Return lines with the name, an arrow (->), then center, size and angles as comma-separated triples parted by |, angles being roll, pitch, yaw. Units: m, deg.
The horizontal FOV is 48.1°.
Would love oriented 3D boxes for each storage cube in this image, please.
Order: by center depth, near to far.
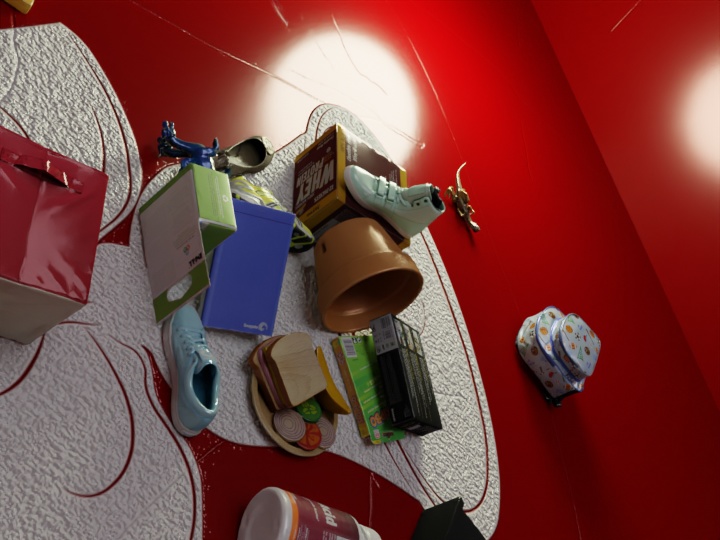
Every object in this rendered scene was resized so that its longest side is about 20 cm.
storage cube -> -0.430, -0.037, 0.979 | 0.169, 0.198, 0.183 | 24, 53, -38

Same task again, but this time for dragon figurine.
dragon figurine -> -0.273, -0.161, 1.358 | 0.098, 0.059, 0.203 | -21, 80, -26

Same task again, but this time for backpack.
backpack -> 0.471, 0.188, 1.940 | 0.190, 0.154, 0.201 | 41, 40, -5

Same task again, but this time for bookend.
bookend -> 0.165, 0.530, 1.352 | 0.200, 0.091, 0.200 | 52, 34, -11

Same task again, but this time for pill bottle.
pill bottle -> -0.067, 0.393, 1.155 | 0.199, 0.114, 0.116 | 31, 43, -33

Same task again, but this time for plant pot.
plant pot -> 0.000, 0.000, 1.472 | 0.198, 0.200, 0.142 | 9, 48, -46

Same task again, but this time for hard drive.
hard drive -> -0.181, -0.004, 1.289 | 0.130, 0.025, 0.204 | 12, 89, -36

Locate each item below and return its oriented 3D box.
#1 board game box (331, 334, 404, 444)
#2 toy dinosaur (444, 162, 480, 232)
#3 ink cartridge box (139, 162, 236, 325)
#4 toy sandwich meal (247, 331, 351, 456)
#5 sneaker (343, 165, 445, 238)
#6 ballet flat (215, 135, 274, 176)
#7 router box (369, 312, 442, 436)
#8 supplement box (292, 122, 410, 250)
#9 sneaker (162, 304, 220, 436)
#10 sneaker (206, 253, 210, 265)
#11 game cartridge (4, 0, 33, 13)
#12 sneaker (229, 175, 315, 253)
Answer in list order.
board game box -> 0.015, 0.215, 1.464 | 0.095, 0.030, 0.203 | 3, 59, -48
toy dinosaur -> 0.251, -0.190, 2.044 | 0.106, 0.059, 0.204 | 28, 48, -65
ink cartridge box -> -0.256, -0.034, 1.222 | 0.075, 0.147, 0.203 | 11, 56, -46
toy sandwich meal -> -0.095, 0.196, 1.308 | 0.204, 0.070, 0.208 | 30, 44, -33
sneaker -> 0.068, -0.151, 1.496 | 0.199, 0.118, 0.075 | 35, 42, -28
ballet flat -> -0.215, -0.213, 1.492 | 0.068, 0.046, 0.199 | 58, 35, 1
router box -> 0.086, 0.196, 1.505 | 0.149, 0.050, 0.203 | 35, 38, -58
supplement box -> -0.018, -0.140, 1.600 | 0.198, 0.132, 0.200 | 29, 44, -34
sneaker -> -0.234, 0.133, 1.177 | 0.073, 0.081, 0.203 | 14, 54, -45
sneaker -> -0.214, -0.027, 1.317 | 0.202, 0.088, 0.075 | 58, 34, 0
game cartridge -> -0.584, -0.532, 1.301 | 0.175, 0.032, 0.203 | 32, 42, -32
sneaker -> -0.157, -0.104, 1.456 | 0.199, 0.075, 0.077 | 35, 42, -30
